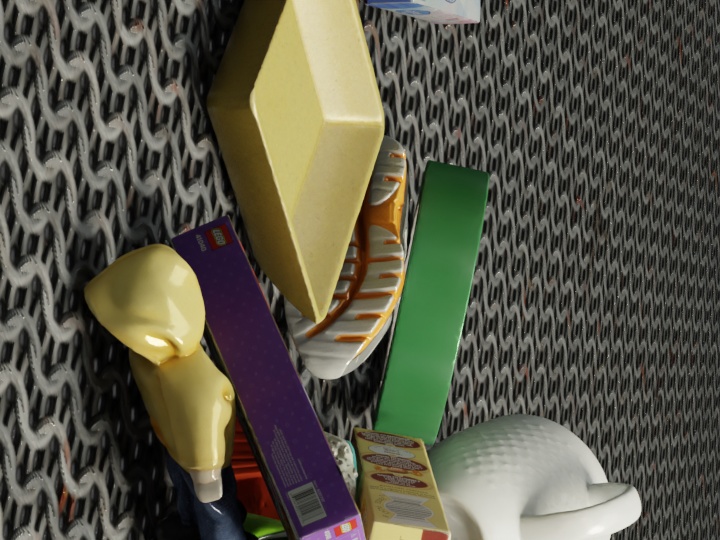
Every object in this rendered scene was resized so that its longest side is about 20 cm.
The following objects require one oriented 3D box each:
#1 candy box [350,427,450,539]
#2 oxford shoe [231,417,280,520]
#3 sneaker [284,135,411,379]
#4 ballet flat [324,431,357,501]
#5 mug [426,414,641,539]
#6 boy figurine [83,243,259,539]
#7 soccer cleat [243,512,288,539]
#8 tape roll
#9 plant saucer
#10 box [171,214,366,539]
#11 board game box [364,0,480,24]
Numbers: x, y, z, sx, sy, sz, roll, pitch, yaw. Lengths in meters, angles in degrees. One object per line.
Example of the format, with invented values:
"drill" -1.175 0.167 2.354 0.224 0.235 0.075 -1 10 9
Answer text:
"candy box" 0.015 0.190 1.706 0.200 0.055 0.116 -103 -155 -76
"oxford shoe" -0.056 0.168 1.601 0.073 0.071 0.201 39 54 -74
"sneaker" 0.000 0.000 1.768 0.077 0.078 0.201 82 18 -48
"ballet flat" -0.044 0.191 1.657 0.072 0.071 0.201 53 39 -63
"mug" 0.114 0.190 1.937 0.175 0.199 0.149 -13 92 -63
"boy figurine" -0.101 0.080 1.435 0.124 0.064 0.201 -121 -166 -55
"soccer cleat" -0.085 0.220 1.488 0.068 0.081 0.201 72 25 -45
"tape roll" 0.050 0.023 1.864 0.200 0.048 0.202 -168 -90 -89
"plant saucer" -0.044 -0.102 1.661 0.201 0.048 0.201 74 24 -42
"box" -0.048 0.085 1.480 0.137 0.039 0.201 81 -14 -64
"board game box" 0.048 -0.294 1.958 0.199 0.043 0.201 -2 93 -72
